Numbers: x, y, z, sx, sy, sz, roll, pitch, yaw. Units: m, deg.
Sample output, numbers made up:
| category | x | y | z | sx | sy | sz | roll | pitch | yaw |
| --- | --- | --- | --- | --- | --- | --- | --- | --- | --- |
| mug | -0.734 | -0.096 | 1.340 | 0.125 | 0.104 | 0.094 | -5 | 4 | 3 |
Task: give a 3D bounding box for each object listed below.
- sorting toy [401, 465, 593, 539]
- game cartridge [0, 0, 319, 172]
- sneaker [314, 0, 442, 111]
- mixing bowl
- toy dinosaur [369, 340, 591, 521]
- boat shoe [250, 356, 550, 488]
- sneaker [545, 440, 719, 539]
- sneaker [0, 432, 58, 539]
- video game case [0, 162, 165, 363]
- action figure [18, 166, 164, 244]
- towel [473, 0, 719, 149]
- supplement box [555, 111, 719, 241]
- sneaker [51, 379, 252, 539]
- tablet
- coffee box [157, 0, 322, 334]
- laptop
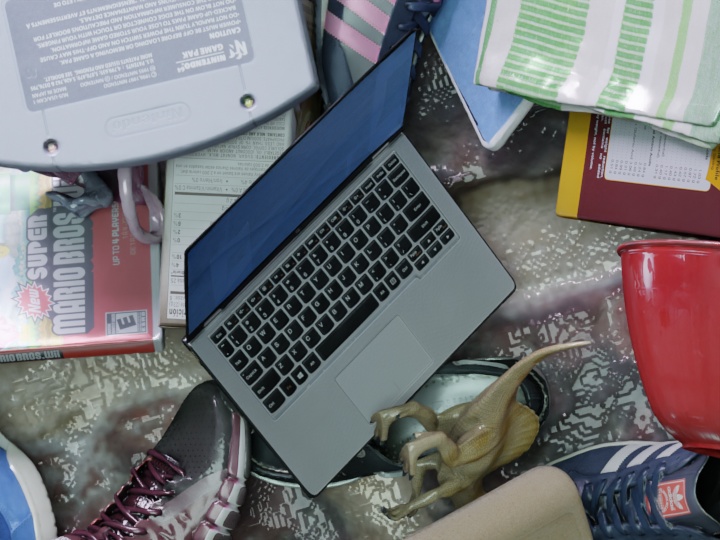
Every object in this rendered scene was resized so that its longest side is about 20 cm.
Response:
| category | x | y | z | sx | sy | sz | roll | pitch | yaw |
| --- | --- | --- | --- | --- | --- | --- | --- | --- | --- |
| sorting toy | 0.068 | 0.237 | 1.593 | 0.184 | 0.036 | 0.201 | -27 | 112 | -17 |
| game cartridge | -0.130 | -0.129 | 1.564 | 0.199 | 0.041 | 0.134 | -12 | 84 | 3 |
| sneaker | 0.020 | -0.157 | 1.637 | 0.082 | 0.070 | 0.201 | -3 | 91 | 26 |
| mixing bowl | 0.234 | 0.053 | 1.517 | 0.199 | 0.200 | 0.109 | 9 | 83 | 10 |
| toy dinosaur | 0.063 | 0.094 | 1.582 | 0.101 | 0.201 | 0.058 | -8 | 49 | -23 |
| boat shoe | 0.016 | 0.089 | 1.649 | 0.199 | 0.060 | 0.076 | -16 | 86 | 9 |
| sneaker | 0.178 | 0.135 | 1.608 | 0.199 | 0.084 | 0.075 | -14 | 88 | 10 |
| sneaker | -0.274 | 0.118 | 1.667 | 0.077 | 0.111 | 0.201 | -37 | 79 | 48 |
| video game case | -0.220 | -0.006 | 1.660 | 0.199 | 0.017 | 0.144 | -5 | 56 | 0 |
| action figure | -0.150 | -0.141 | 1.634 | 0.148 | 0.134 | 0.201 | 27 | 81 | 19 |
| towel | 0.144 | -0.157 | 1.505 | 0.199 | 0.023 | 0.154 | 17 | 101 | 48 |
| supplement box | 0.235 | -0.112 | 1.524 | 0.200 | 0.132 | 0.199 | 10 | 93 | 53 |
| sneaker | -0.143 | 0.156 | 1.645 | 0.115 | 0.076 | 0.201 | 15 | 93 | -33 |
| tablet | 0.107 | -0.181 | 1.585 | 0.200 | 0.014 | 0.131 | -52 | 47 | 34 |
| coffee box | -0.070 | -0.064 | 1.639 | 0.079 | 0.114 | 0.201 | 3 | 91 | 9 |
| laptop | 0.000 | 0.000 | 1.537 | 0.187 | 0.116 | 0.200 | -45 | 110 | -19 |
